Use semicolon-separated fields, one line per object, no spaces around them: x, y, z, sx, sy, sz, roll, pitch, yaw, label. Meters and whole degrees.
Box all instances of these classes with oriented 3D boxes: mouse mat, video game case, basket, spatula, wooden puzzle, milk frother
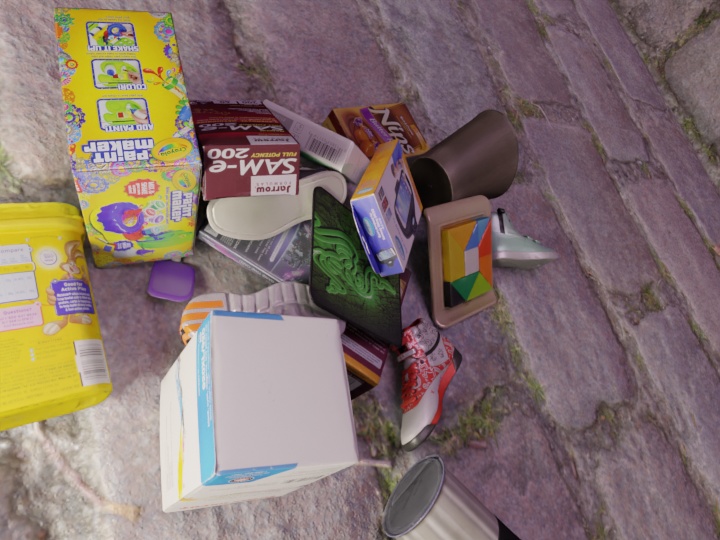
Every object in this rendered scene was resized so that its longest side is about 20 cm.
0.000;0.000;0.714;0.198;0.007;0.166;32;49;-45;mouse mat
-0.098;-0.046;0.720;0.197;0.019;0.145;33;51;-12;video game case
0.193;-0.192;1.040;0.197;0.185;0.134;-29;45;-36;basket
-0.236;-0.048;0.718;0.055;0.021;0.206;16;56;-24;spatula
0.185;-0.020;0.958;0.182;0.037;0.207;-17;103;-41;wooden puzzle
0.136;0.354;0.653;0.188;0.199;0.182;43;52;-7;milk frother

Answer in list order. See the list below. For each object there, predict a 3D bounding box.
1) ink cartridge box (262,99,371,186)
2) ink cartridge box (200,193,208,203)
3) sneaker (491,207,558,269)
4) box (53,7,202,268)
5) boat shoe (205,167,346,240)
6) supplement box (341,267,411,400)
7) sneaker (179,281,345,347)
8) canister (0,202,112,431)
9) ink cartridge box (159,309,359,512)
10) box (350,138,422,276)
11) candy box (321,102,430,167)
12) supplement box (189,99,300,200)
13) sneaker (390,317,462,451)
-0.052;-0.173;0.826;0.158;0.051;0.200;29;0;19;ink cartridge box
-0.145;-0.107;0.788;0.201;0.066;0.116;48;48;-5;ink cartridge box
0.326;-0.070;1.112;0.195;0.073;0.122;4;69;-32;sneaker
-0.258;-0.141;0.617;0.118;0.201;0.198;-9;68;-24;box
-0.109;-0.092;0.690;0.196;0.060;0.076;-23;118;-33;boat shoe
-0.011;0.063;0.780;0.109;0.085;0.204;34;50;-15;supplement box
-0.120;0.074;0.669;0.193;0.113;0.080;3;59;-16;sneaker
-0.341;0.045;0.544;0.145;0.086;0.206;-8;72;-39;canister
-0.118;0.154;0.572;0.143;0.200;0.149;7;58;-32;ink cartridge box
0.041;-0.087;0.764;0.202;0.040;0.121;-70;142;-52;box
0.032;-0.242;1.006;0.197;0.056;0.119;-20;78;-43;candy box
-0.148;-0.151;0.646;0.105;0.063;0.201;-7;32;-22;supplement box
0.077;0.159;0.808;0.108;0.067;0.202;44;44;-6;sneaker
